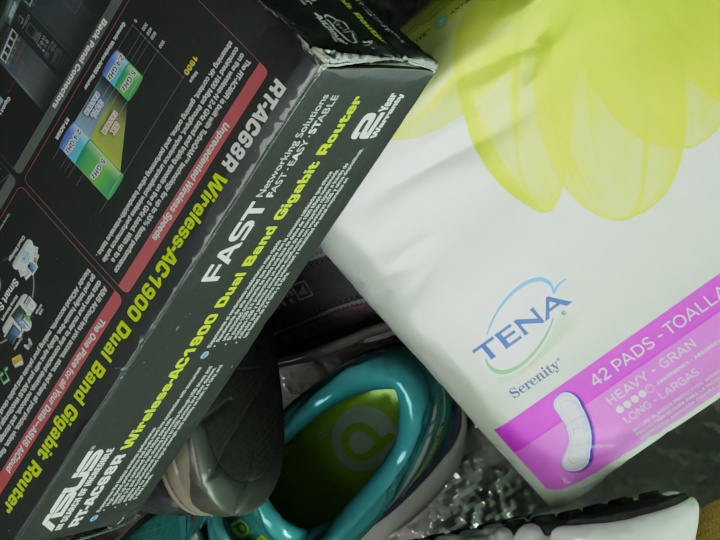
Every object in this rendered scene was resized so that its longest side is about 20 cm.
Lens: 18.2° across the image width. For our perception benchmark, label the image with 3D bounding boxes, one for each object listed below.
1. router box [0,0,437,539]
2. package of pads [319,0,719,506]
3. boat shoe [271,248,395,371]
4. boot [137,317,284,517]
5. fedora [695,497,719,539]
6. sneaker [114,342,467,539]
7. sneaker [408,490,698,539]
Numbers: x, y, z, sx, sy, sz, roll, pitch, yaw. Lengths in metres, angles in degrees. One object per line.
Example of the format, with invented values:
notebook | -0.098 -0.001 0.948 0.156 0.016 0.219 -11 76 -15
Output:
router box | -0.088 -0.036 0.703 0.150 0.062 0.200 47 118 23
package of pads | 0.087 -0.040 0.707 0.200 0.068 0.155 -38 101 20
boat shoe | 0.000 0.000 0.804 0.200 0.057 0.067 -24 108 34
boot | -0.107 -0.004 0.803 0.150 0.073 0.201 -13 83 33
fedora | 0.193 0.127 0.779 0.200 0.082 0.201 11 123 18
sneaker | -0.045 0.098 0.819 0.077 0.080 0.200 44 91 11
sneaker | 0.059 0.125 0.787 0.200 0.075 0.081 153 104 -72
